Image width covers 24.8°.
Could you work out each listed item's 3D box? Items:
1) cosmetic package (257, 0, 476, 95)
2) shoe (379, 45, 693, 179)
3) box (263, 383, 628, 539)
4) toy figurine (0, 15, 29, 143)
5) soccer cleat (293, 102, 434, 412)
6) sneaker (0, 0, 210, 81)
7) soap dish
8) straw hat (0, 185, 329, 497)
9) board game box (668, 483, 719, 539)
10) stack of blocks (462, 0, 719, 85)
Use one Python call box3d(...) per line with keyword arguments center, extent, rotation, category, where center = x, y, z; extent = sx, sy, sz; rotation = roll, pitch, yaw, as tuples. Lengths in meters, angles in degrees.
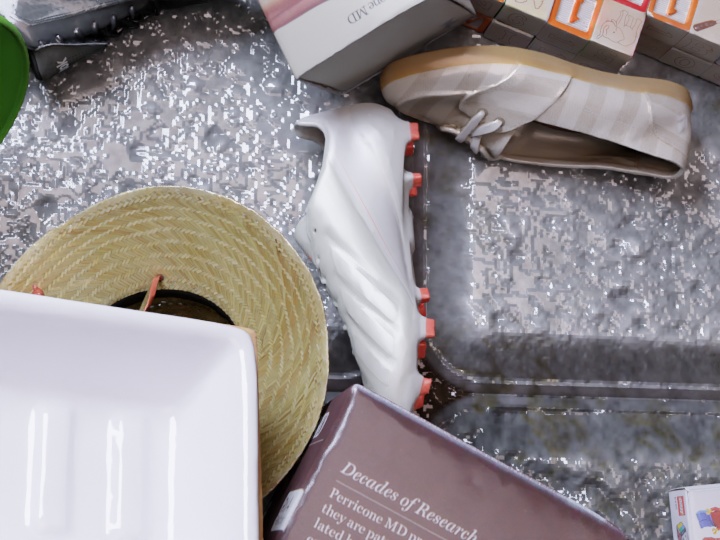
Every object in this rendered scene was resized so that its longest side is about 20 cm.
box3d(center=(-0.026, -0.217, 0.953), extent=(0.103, 0.087, 0.201), rotation=(-29, 81, 16), category="cosmetic package")
box3d(center=(0.108, -0.093, 0.984), extent=(0.198, 0.070, 0.054), rotation=(6, 71, -11), category="shoe")
box3d(center=(0.011, 0.193, 0.868), extent=(0.163, 0.166, 0.201), rotation=(28, 76, -3), category="box")
box3d(center=(-0.304, -0.116, 0.900), extent=(0.184, 0.201, 0.150), rotation=(44, 34, 20), category="toy figurine")
box3d(center=(0.000, 0.000, 0.956), extent=(0.077, 0.069, 0.202), rotation=(-2, 73, -5), category="soccer cleat")
box3d(center=(-0.163, -0.154, 0.955), extent=(0.198, 0.066, 0.092), rotation=(1, 83, -6), category="sneaker")
box3d(center=(-0.146, 0.093, 0.776), extent=(0.198, 0.081, 0.159), rotation=(9, 58, -20), category="soap dish")
box3d(center=(-0.108, 0.054, 0.915), extent=(0.199, 0.085, 0.203), rotation=(-2, 79, 9), category="straw hat")
box3d(center=(0.258, 0.225, 0.972), extent=(0.125, 0.035, 0.202), rotation=(-3, 81, -9), category="board game box")
box3d(center=(0.163, -0.180, 1.015), extent=(0.198, 0.059, 0.116), rotation=(21, 77, -6), category="stack of blocks")
